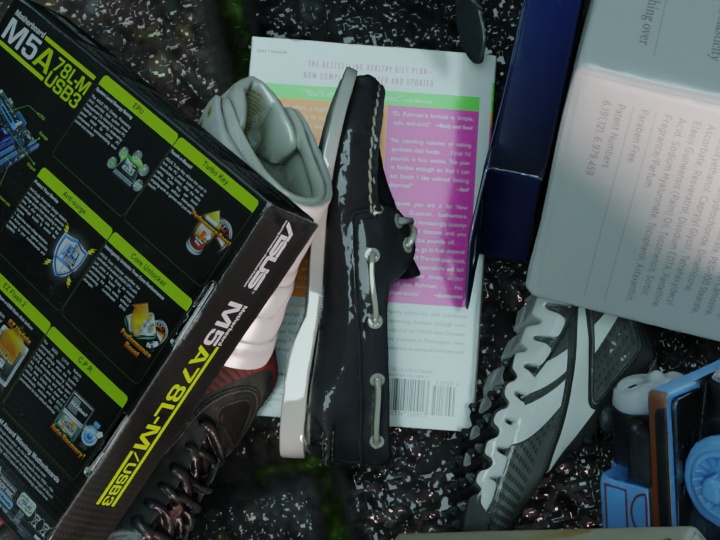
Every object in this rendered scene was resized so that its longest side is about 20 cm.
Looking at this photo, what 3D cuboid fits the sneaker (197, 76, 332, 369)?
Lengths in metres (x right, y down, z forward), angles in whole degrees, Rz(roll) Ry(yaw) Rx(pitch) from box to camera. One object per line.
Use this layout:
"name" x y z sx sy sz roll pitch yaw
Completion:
"sneaker" -0.074 -0.055 0.905 0.200 0.074 0.116 52 125 42

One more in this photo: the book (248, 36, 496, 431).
"book" 0.002 -0.018 0.960 0.133 0.048 0.200 4 86 5

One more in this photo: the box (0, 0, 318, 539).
"box" -0.144 0.000 0.842 0.200 0.048 0.193 38 97 32

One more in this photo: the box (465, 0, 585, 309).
"box" 0.086 -0.086 0.900 0.032 0.121 0.200 13 72 6

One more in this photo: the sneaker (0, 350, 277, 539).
"sneaker" -0.106 0.109 0.883 0.200 0.071 0.098 -41 50 -18

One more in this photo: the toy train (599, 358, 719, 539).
"toy train" 0.165 0.136 0.866 0.114 0.087 0.200 9 111 44

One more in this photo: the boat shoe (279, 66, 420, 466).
"boat shoe" 0.000 0.000 0.905 0.060 0.074 0.200 7 90 1

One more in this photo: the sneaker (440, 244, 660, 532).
"sneaker" 0.109 0.063 0.919 0.090 0.066 0.200 24 72 -4

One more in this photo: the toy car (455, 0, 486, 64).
"toy car" 0.002 -0.194 0.914 0.158 0.164 0.200 -34 79 1

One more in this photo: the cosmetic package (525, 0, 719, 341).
"cosmetic package" 0.199 -0.074 0.857 0.200 0.166 0.167 14 52 6

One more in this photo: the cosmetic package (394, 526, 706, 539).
"cosmetic package" 0.090 0.176 0.823 0.105 0.200 0.071 52 56 -21
